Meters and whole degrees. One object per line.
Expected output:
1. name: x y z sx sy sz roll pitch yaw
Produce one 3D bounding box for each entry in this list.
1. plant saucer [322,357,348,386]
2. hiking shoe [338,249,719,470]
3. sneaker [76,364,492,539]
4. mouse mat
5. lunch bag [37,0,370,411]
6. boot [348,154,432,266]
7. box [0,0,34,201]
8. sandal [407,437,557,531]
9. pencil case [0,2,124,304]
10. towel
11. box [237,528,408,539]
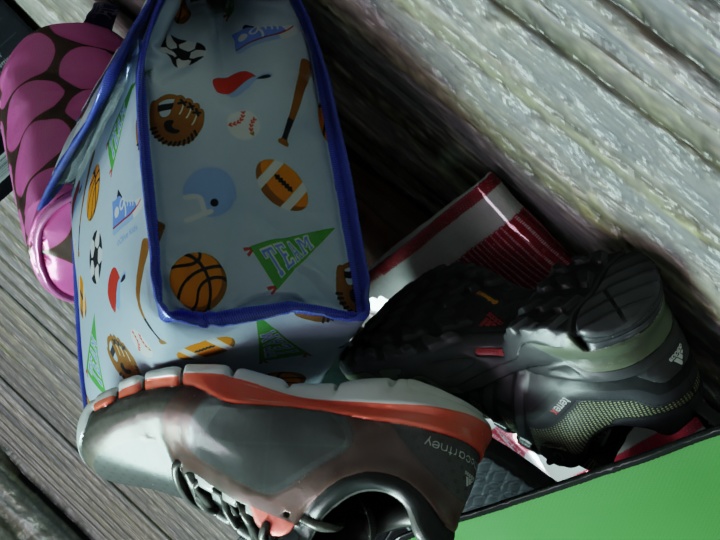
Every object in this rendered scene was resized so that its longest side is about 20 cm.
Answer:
1. plant saucer: -0.049 0.044 1.542 0.200 0.036 0.200 52 -159 -28
2. hiking shoe: 0.071 0.052 1.187 0.200 0.076 0.101 -5 123 52
3. sneaker: -0.043 0.092 1.173 0.199 0.082 0.077 -2 154 27
4. mouse mat: 0.133 0.137 1.173 0.200 0.008 0.161 -21 129 31
5. lunch bag: -0.079 -0.038 1.251 0.170 0.123 0.201 128 138 -61
6. boot: 0.000 0.000 1.388 0.200 0.064 0.187 37 162 21
7. box: -0.301 -0.141 1.768 0.200 0.117 0.197 45 167 3
8. sandal: 0.104 0.137 1.249 0.200 0.076 0.043 41 -161 -15
9. pencil case: -0.141 -0.061 1.430 0.200 0.093 0.091 -108 30 -55
10. towel: 0.090 0.057 1.250 0.200 0.023 0.144 47 144 -3
11. box: 0.016 0.169 1.391 0.122 0.106 0.200 42 164 -15
